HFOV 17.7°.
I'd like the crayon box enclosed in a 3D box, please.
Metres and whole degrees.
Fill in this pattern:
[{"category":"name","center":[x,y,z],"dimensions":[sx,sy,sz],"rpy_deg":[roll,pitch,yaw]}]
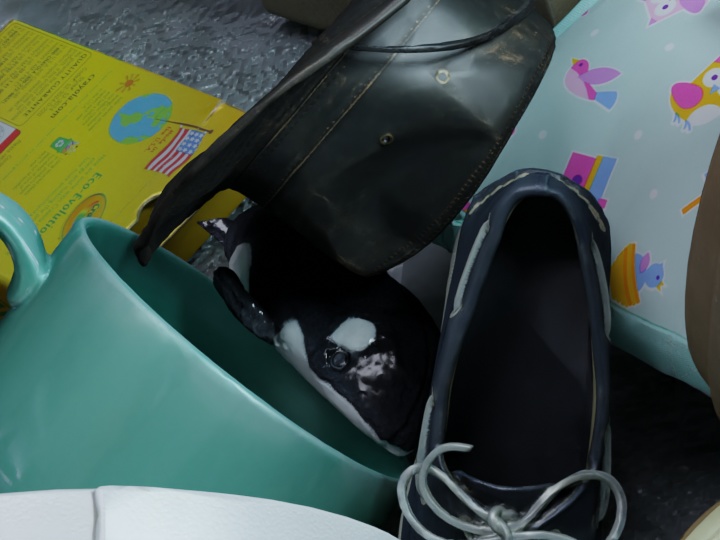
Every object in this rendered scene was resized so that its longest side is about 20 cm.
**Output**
[{"category":"crayon box","center":[-0.133,-0.035,1.051],"dimensions":[0.200,0.051,0.127],"rpy_deg":[25,64,44]}]

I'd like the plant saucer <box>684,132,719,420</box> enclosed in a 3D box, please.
[{"category":"plant saucer","center":[0.147,-0.041,0.667],"dimensions":[0.029,0.200,0.200],"rpy_deg":[25,63,25]}]

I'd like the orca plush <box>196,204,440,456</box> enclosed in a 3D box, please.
[{"category":"orca plush","center":[0.000,0.000,0.900],"dimensions":[0.071,0.105,0.200],"rpy_deg":[-53,13,7]}]

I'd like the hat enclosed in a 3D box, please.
[{"category":"hat","center":[0.012,-0.054,0.810],"dimensions":[0.201,0.081,0.201],"rpy_deg":[-44,6,6]}]

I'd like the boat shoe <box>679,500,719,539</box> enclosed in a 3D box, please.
[{"category":"boat shoe","center":[0.113,0.124,0.724],"dimensions":[0.200,0.073,0.063],"rpy_deg":[-29,46,-18]}]

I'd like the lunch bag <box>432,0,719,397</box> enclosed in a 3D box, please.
[{"category":"lunch bag","center":[0.143,-0.040,0.846],"dimensions":[0.200,0.122,0.170],"rpy_deg":[-39,42,-18]}]

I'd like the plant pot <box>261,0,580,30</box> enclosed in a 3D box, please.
[{"category":"plant pot","center":[0.057,-0.207,1.018],"dimensions":[0.177,0.200,0.200],"rpy_deg":[33,69,35]}]

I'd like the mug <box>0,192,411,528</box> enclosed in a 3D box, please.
[{"category":"mug","center":[-0.085,0.062,0.837],"dimensions":[0.185,0.152,0.115],"rpy_deg":[40,97,20]}]

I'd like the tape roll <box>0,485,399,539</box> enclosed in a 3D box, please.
[{"category":"tape roll","center":[-0.075,0.156,0.642],"dimensions":[0.202,0.203,0.140],"rpy_deg":[-13,64,19]}]

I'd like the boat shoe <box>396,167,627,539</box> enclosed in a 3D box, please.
[{"category":"boat shoe","center":[0.052,0.067,0.762],"dimensions":[0.075,0.062,0.201],"rpy_deg":[10,91,4]}]
